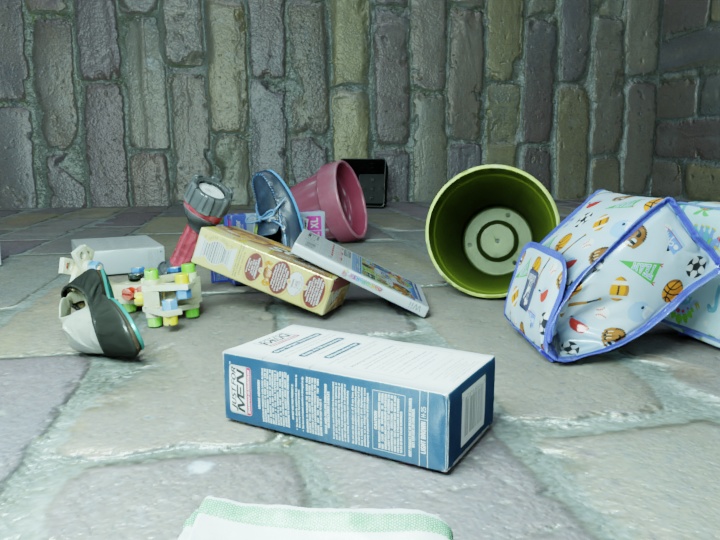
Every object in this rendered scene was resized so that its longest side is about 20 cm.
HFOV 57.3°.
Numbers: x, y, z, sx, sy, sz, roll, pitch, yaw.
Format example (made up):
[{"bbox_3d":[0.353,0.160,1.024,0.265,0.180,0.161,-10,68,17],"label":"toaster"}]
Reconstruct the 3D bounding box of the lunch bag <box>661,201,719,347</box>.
[{"bbox_3d":[0.419,0.008,0.737,0.082,0.162,0.200,2,10,-18],"label":"lunch bag"}]

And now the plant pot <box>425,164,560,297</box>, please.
[{"bbox_3d":[0.219,-0.057,1.082,0.199,0.201,0.193,2,-1,14],"label":"plant pot"}]

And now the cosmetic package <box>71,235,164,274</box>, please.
[{"bbox_3d":[-0.479,-0.032,1.294,0.150,0.052,0.200,-3,10,-27],"label":"cosmetic package"}]

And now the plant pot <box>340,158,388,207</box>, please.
[{"bbox_3d":[0.028,-0.361,2.802,0.199,0.201,0.177,2,0,16],"label":"plant pot"}]

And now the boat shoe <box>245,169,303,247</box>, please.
[{"bbox_3d":[-0.133,-0.066,1.060,0.068,0.201,0.084,-21,-5,-36],"label":"boat shoe"}]

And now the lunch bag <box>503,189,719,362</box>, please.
[{"bbox_3d":[0.258,0.008,0.744,0.200,0.124,0.170,-43,9,5],"label":"lunch bag"}]

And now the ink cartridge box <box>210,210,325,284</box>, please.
[{"bbox_3d":[-0.157,-0.040,1.130,0.199,0.120,0.042,-4,9,-21],"label":"ink cartridge box"}]

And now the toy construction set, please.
[{"bbox_3d":[-0.299,0.025,0.888,0.199,0.093,0.131,14,14,16],"label":"toy construction set"}]

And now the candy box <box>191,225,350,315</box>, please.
[{"bbox_3d":[-0.120,-0.004,0.926,0.199,0.056,0.115,22,10,10],"label":"candy box"}]

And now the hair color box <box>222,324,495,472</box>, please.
[{"bbox_3d":[-0.003,0.094,0.532,0.199,0.061,0.100,6,11,30],"label":"hair color box"}]

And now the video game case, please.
[{"bbox_3d":[0.000,0.000,0.941,0.199,0.018,0.143,26,10,-5],"label":"video game case"}]

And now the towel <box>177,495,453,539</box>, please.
[{"bbox_3d":[-0.028,0.156,0.270,0.148,0.031,0.200,0,10,3],"label":"towel"}]

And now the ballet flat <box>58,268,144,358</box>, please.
[{"bbox_3d":[-0.299,0.056,0.743,0.068,0.068,0.200,-24,27,-22],"label":"ballet flat"}]

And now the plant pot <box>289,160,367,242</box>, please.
[{"bbox_3d":[-0.099,-0.157,1.657,0.178,0.201,0.200,-13,5,21],"label":"plant pot"}]

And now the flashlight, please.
[{"bbox_3d":[-0.253,-0.044,0.967,0.067,0.200,0.068,23,29,-21],"label":"flashlight"}]
